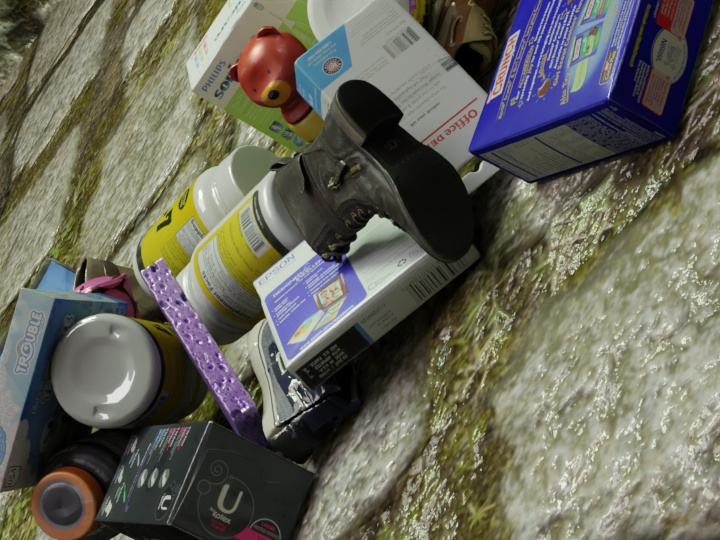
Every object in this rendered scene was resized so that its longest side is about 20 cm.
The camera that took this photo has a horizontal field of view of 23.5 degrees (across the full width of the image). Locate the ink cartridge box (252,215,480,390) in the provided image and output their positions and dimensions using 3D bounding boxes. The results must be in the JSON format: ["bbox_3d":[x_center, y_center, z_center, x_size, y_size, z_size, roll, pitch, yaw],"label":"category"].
[{"bbox_3d":[0.000,0.000,1.612,0.198,0.043,0.200,-39,26,5],"label":"ink cartridge box"}]

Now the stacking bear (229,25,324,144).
[{"bbox_3d":[-0.034,-0.171,1.745,0.121,0.200,0.114,-43,29,37],"label":"stacking bear"}]

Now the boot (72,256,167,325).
[{"bbox_3d":[-0.272,0.023,2.094,0.070,0.146,0.201,-43,28,41],"label":"boot"}]

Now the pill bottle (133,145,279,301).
[{"bbox_3d":[-0.162,-0.046,1.966,0.200,0.114,0.115,-42,29,37],"label":"pill bottle"}]

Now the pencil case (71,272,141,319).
[{"bbox_3d":[-0.281,0.107,1.969,0.091,0.094,0.201,-18,88,42],"label":"pencil case"}]

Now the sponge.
[{"bbox_3d":[-0.148,0.089,1.701,0.030,0.112,0.200,-31,59,-7],"label":"sponge"}]

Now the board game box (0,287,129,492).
[{"bbox_3d":[-0.317,0.121,1.783,0.199,0.043,0.201,9,-82,-75],"label":"board game box"}]

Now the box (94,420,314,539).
[{"bbox_3d":[-0.150,0.216,1.642,0.200,0.122,0.106,-14,51,62],"label":"box"}]

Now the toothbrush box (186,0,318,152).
[{"bbox_3d":[-0.065,-0.216,1.866,0.146,0.200,0.086,-55,24,17],"label":"toothbrush box"}]

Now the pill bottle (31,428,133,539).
[{"bbox_3d":[-0.266,0.221,1.793,0.106,0.106,0.200,-55,-9,15],"label":"pill bottle"}]

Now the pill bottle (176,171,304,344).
[{"bbox_3d":[-0.105,-0.012,1.806,0.200,0.114,0.115,-41,30,40],"label":"pill bottle"}]

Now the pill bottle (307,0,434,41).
[{"bbox_3d":[0.028,-0.264,1.755,0.104,0.104,0.200,-53,-12,18],"label":"pill bottle"}]

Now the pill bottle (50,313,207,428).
[{"bbox_3d":[-0.229,0.107,1.781,0.115,0.114,0.200,-60,-14,1],"label":"pill bottle"}]

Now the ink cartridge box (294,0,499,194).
[{"bbox_3d":[0.046,-0.142,1.586,0.116,0.200,0.067,-38,-14,-13],"label":"ink cartridge box"}]

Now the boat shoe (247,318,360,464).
[{"bbox_3d":[-0.048,0.092,1.656,0.093,0.075,0.200,-42,33,18],"label":"boat shoe"}]

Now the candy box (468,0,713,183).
[{"bbox_3d":[0.192,-0.174,1.433,0.200,0.077,0.170,-15,51,59],"label":"candy box"}]

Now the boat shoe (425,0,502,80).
[{"bbox_3d":[0.100,-0.216,1.702,0.074,0.076,0.200,15,65,34],"label":"boat shoe"}]

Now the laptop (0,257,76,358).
[{"bbox_3d":[-0.400,0.094,2.340,0.178,0.103,0.200,-62,22,-2],"label":"laptop"}]

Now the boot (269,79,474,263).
[{"bbox_3d":[0.006,-0.057,1.535,0.069,0.200,0.174,-23,-19,-35],"label":"boot"}]
